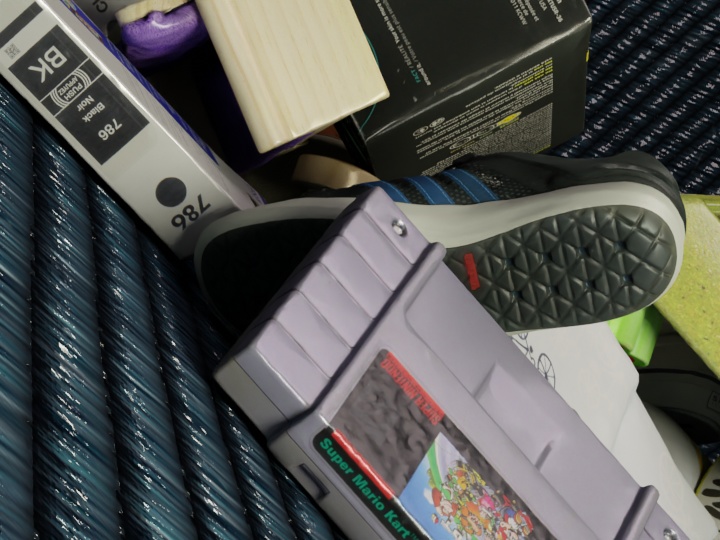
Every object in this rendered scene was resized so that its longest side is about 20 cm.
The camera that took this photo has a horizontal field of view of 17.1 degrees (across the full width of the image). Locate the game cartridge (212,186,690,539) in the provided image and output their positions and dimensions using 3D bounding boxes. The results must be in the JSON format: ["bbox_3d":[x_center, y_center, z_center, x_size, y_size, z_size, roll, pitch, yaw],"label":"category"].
[{"bbox_3d":[0.042,0.075,0.890,0.200,0.038,0.130,48,33,-8],"label":"game cartridge"}]

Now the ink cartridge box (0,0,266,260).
[{"bbox_3d":[-0.108,-0.070,1.003,0.200,0.039,0.099,46,4,-23],"label":"ink cartridge box"}]

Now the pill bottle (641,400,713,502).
[{"bbox_3d":[0.143,0.137,1.271,0.200,0.112,0.112,45,5,-43],"label":"pill bottle"}]

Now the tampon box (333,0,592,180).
[{"bbox_3d":[0.031,-0.132,1.235,0.150,0.126,0.200,63,-2,11],"label":"tampon box"}]

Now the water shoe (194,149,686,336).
[{"bbox_3d":[0.034,-0.008,0.978,0.079,0.199,0.072,-69,155,-64],"label":"water shoe"}]

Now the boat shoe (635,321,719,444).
[{"bbox_3d":[0.128,0.063,1.347,0.199,0.067,0.074,-1,-32,37],"label":"boat shoe"}]

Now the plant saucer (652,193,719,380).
[{"bbox_3d":[0.205,0.030,1.197,0.200,0.048,0.200,49,13,9],"label":"plant saucer"}]

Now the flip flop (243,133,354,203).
[{"bbox_3d":[0.000,0.000,1.343,0.200,0.081,0.058,57,20,22],"label":"flip flop"}]

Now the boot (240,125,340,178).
[{"bbox_3d":[0.027,-0.049,1.431,0.200,0.155,0.074,52,4,31],"label":"boot"}]

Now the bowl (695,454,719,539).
[{"bbox_3d":[0.246,0.187,1.235,0.200,0.094,0.202,11,77,-56],"label":"bowl"}]

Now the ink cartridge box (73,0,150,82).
[{"bbox_3d":[-0.106,-0.139,1.346,0.146,0.083,0.200,49,3,-8],"label":"ink cartridge box"}]

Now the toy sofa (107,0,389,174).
[{"bbox_3d":[-0.064,-0.088,1.115,0.083,0.097,0.200,67,-13,-2],"label":"toy sofa"}]

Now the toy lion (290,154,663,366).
[{"bbox_3d":[0.060,0.011,1.197,0.191,0.069,0.200,16,-10,18],"label":"toy lion"}]

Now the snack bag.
[{"bbox_3d":[0.098,0.097,1.022,0.200,0.021,0.189,59,30,-22],"label":"snack bag"}]

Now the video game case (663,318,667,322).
[{"bbox_3d":[0.263,0.069,1.294,0.200,0.023,0.182,50,-39,7],"label":"video game case"}]
